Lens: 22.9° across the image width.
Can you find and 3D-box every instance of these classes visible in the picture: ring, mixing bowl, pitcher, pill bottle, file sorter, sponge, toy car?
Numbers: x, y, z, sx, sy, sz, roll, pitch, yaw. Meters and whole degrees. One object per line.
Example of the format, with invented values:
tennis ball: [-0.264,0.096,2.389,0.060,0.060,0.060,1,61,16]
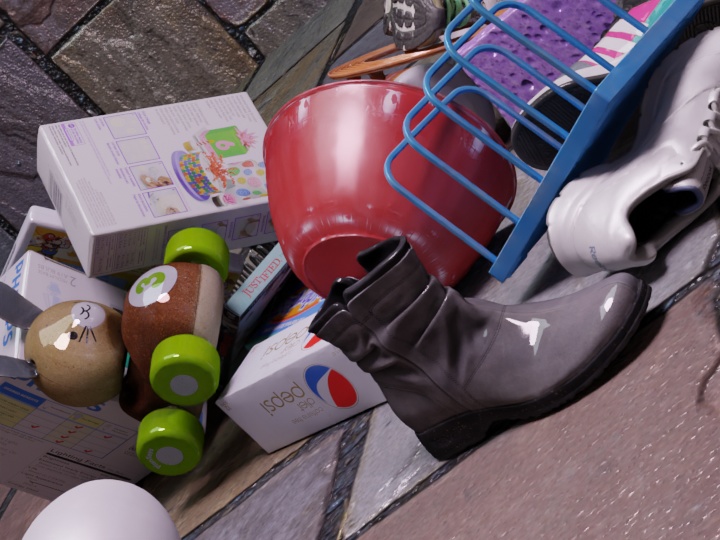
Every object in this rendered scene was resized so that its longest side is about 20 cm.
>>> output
ring: [0.068,-0.199,1.591,0.200,0.019,0.200,-18,11,4]
mixing bowl: [0.013,-0.038,1.347,0.200,0.200,0.109,-32,34,42]
pitcher: [-0.196,0.255,1.220,0.172,0.121,0.200,-54,17,31]
pill bottle: [0.042,-0.132,1.677,0.112,0.112,0.200,-47,14,-12]
file sorter: [0.115,-0.121,1.194,0.139,0.123,0.200,-47,-10,-37]
sponge: [0.185,-0.195,1.436,0.200,0.112,0.030,-39,12,23]
toy car: [-0.216,0.054,1.451,0.164,0.200,0.158,-90,12,-50]

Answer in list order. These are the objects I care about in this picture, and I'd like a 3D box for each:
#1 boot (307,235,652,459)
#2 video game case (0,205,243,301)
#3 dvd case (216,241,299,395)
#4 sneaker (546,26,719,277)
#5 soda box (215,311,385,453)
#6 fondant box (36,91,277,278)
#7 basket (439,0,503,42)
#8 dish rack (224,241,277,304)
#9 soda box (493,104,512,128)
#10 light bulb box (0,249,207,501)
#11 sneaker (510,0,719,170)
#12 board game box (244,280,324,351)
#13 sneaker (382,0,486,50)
boot: [0.063,0.028,1.061,0.200,0.132,0.070,-35,15,35]
video game case: [-0.232,0.024,1.642,0.182,0.200,0.023,124,152,-44]
dvd case: [-0.079,0.024,1.600,0.146,0.022,0.200,-50,-10,-25]
sneaker: [0.205,-0.071,1.120,0.200,0.074,0.087,-54,27,-11]
soda box: [-0.024,0.072,1.347,0.200,0.064,0.068,-30,21,50]
fondant box: [-0.167,-0.078,1.567,0.200,0.144,0.058,-13,-40,-23]
basket: [0.154,-0.335,1.802,0.198,0.200,0.161,-31,13,45]
dish rack: [-0.114,0.022,1.755,0.200,0.055,0.153,-50,3,-24]
soda box: [0.145,-0.176,1.600,0.068,0.063,0.200,-36,14,8]
light bulb box: [-0.270,0.107,1.618,0.200,0.198,0.125,-37,41,40]
sneaker: [0.199,-0.161,1.341,0.200,0.084,0.121,-31,21,19]
board game box: [0.000,0.000,1.542,0.200,0.045,0.152,-51,14,-23]
sneaker: [0.070,-0.238,1.573,0.088,0.077,0.200,-1,15,-5]
